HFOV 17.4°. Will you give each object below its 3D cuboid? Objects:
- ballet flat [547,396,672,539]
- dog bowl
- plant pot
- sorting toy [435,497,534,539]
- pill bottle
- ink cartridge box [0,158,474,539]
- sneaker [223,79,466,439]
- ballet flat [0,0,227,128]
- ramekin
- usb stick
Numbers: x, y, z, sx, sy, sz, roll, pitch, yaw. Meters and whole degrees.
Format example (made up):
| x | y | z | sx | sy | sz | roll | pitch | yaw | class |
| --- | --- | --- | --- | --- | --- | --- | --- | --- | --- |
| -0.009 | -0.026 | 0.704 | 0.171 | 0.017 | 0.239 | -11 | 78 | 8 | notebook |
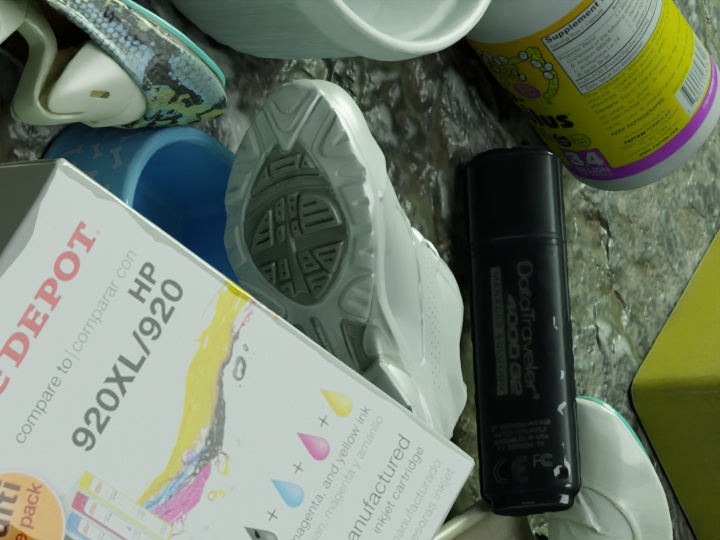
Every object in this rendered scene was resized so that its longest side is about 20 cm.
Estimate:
| x | y | z | sx | sy | sz | roll | pitch | yaw | class |
| --- | --- | --- | --- | --- | --- | --- | --- | --- | --- |
| 0.134 | 0.160 | 1.272 | 0.069 | 0.069 | 0.200 | -56 | 140 | -41 | ballet flat |
| -0.066 | 0.006 | 1.064 | 0.200 | 0.049 | 0.112 | 39 | 55 | -42 | dog bowl |
| 0.311 | 0.083 | 1.446 | 0.200 | 0.176 | 0.200 | -54 | 126 | -43 | plant pot |
| 0.064 | 0.228 | 1.210 | 0.185 | 0.036 | 0.201 | -26 | 105 | -52 | sorting toy |
| 0.111 | -0.140 | 1.278 | 0.200 | 0.104 | 0.104 | 48 | 49 | -37 | pill bottle |
| -0.096 | 0.075 | 0.867 | 0.200 | 0.145 | 0.147 | 37 | 73 | -22 | ink cartridge box |
| 0.000 | 0.000 | 1.062 | 0.099 | 0.078 | 0.201 | -48 | 130 | -53 | sneaker |
| -0.141 | -0.099 | 0.962 | 0.200 | 0.074 | 0.074 | 35 | 56 | -28 | ballet flat |
| -0.025 | -0.192 | 1.105 | 0.200 | 0.105 | 0.201 | 13 | 73 | -51 | ramekin |
| 0.085 | 0.029 | 1.240 | 0.033 | 0.055 | 0.201 | 48 | 38 | -67 | usb stick |
